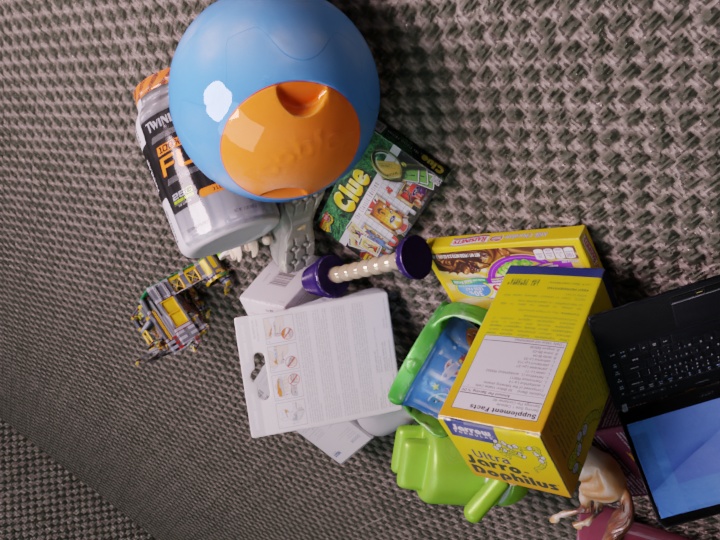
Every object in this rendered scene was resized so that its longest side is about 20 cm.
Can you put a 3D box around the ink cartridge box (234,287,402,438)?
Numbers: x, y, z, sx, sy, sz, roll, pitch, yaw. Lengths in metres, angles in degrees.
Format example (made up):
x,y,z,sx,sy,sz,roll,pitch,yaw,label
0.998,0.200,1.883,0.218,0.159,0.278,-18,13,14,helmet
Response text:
x,y,z,sx,sy,sz,roll,pitch,yaw,label
-0.054,0.117,1.024,0.047,0.200,0.160,-152,54,-76,ink cartridge box

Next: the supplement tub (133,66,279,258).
x,y,z,sx,sy,sz,roll,pitch,yaw,label
-0.181,-0.125,0.913,0.123,0.122,0.200,-29,82,52,supplement tub

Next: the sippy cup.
x,y,z,sx,sy,sz,roll,pitch,yaw,label
0.120,0.126,0.933,0.130,0.140,0.178,31,168,10,sippy cup

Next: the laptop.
x,y,z,sx,sy,sz,roll,pitch,yaw,label
0.331,0.117,0.739,0.177,0.103,0.200,-19,121,10,laptop

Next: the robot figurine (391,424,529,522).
x,y,z,sx,sy,sz,roll,pitch,yaw,label
0.146,0.258,1.077,0.200,0.175,0.116,6,100,-10,robot figurine

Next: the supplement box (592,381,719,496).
x,y,z,sx,sy,sz,roll,pitch,yaw,label
0.326,0.186,0.901,0.110,0.086,0.200,47,143,-11,supplement box

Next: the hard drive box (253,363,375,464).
x,y,z,sx,sy,sz,roll,pitch,yaw,label
-0.067,0.203,1.267,0.200,0.077,0.156,38,145,0,hard drive box

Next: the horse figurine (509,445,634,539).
x,y,z,sx,sy,sz,roll,pitch,yaw,label
0.237,0.226,0.896,0.200,0.050,0.133,44,128,10,horse figurine

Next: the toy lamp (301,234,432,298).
x,y,z,sx,sy,sz,roll,pitch,yaw,label
0.000,0.000,0.965,0.200,0.058,0.058,-10,124,49,toy lamp

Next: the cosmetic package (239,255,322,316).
x,y,z,sx,sy,sz,roll,pitch,yaw,label
-0.075,0.083,1.116,0.085,0.108,0.200,10,135,34,cosmetic package

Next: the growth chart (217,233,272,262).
x,y,z,sx,sy,sz,roll,pitch,yaw,label
-0.185,-0.080,1.039,0.200,0.018,0.145,-8,99,52,growth chart

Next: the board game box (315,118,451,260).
x,y,z,sx,sy,sz,roll,pitch,yaw,label
0.020,-0.082,0.922,0.105,0.023,0.200,37,145,4,board game box

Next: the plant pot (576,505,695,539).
x,y,z,sx,sy,sz,roll,pitch,yaw,label
0.377,0.419,1.047,0.179,0.200,0.200,1,133,20,plant pot

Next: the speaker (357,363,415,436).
x,y,z,sx,sy,sz,roll,pitch,yaw,label
0.067,0.172,1.114,0.081,0.081,0.200,41,144,-5,speaker

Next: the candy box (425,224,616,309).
x,y,z,sx,sy,sz,roll,pitch,yaw,label
0.172,0.002,0.881,0.200,0.026,0.102,-3,132,43,candy box

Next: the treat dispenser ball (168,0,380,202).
x,y,z,sx,sy,sz,roll,pitch,yaw,label
-0.081,-0.166,0.760,0.201,0.201,0.201,23,142,19,treat dispenser ball

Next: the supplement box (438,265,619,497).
x,y,z,sx,sy,sz,roll,pitch,yaw,label
0.179,0.104,0.796,0.109,0.200,0.110,3,139,39,supplement box

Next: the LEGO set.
x,y,z,sx,sy,sz,roll,pitch,yaw,label
-0.264,0.073,1.228,0.116,0.154,0.200,56,137,4,LEGO set

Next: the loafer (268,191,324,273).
x,y,z,sx,sy,sz,roll,pitch,yaw,label
-0.086,-0.085,0.968,0.070,0.070,0.200,47,141,33,loafer
